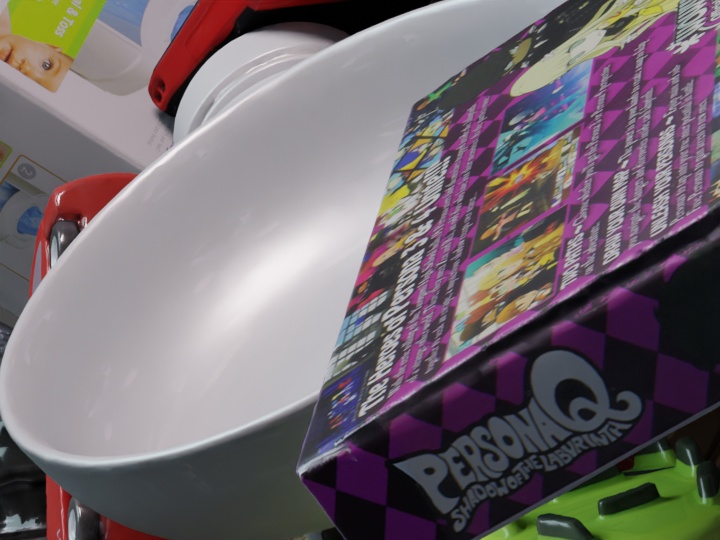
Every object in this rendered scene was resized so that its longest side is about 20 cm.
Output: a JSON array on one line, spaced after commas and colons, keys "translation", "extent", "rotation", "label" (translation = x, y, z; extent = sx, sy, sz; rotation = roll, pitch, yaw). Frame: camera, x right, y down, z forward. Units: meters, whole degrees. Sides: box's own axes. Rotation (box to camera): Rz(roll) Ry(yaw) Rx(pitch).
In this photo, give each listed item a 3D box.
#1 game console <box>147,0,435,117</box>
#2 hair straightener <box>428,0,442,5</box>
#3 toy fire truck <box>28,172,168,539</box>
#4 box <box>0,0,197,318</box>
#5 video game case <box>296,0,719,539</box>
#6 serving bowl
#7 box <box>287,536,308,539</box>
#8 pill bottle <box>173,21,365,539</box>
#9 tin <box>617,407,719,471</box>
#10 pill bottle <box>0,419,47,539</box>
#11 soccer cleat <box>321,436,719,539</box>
[{"translation": [0.037, -0.121, 1.055], "extent": [0.199, 0.031, 0.177], "rotation": [-10, -23, -37], "label": "game console"}, {"translation": [0.066, -0.093, 1.053], "extent": [0.077, 0.041, 0.200], "rotation": [-11, -23, -37], "label": "hair straightener"}, {"translation": [-0.083, 0.084, 0.960], "extent": [0.141, 0.049, 0.201], "rotation": [126, 141, -63], "label": "toy fire truck"}, {"translation": [-0.080, -0.036, 1.119], "extent": [0.101, 0.200, 0.113], "rotation": [-49, 13, 41], "label": "box"}, {"translation": [0.080, -0.034, 0.603], "extent": [0.181, 0.036, 0.200], "rotation": [-31, 16, 18], "label": "video game case"}, {"translation": [0.003, 0.007, 0.791], "extent": [0.199, 0.066, 0.200], "rotation": [-27, 26, 14], "label": "serving bowl"}, {"translation": [-0.009, 0.062, 1.131], "extent": [0.164, 0.021, 0.200], "rotation": [-66, 10, -27], "label": "box"}, {"translation": [0.000, 0.000, 0.958], "extent": [0.109, 0.108, 0.200], "rotation": [-61, 30, 22], "label": "pill bottle"}, {"translation": [0.092, -0.004, 0.819], "extent": [0.200, 0.042, 0.112], "rotation": [-69, 3, -54], "label": "tin"}, {"translation": [-0.096, 0.155, 1.068], "extent": [0.112, 0.111, 0.201], "rotation": [134, 131, -77], "label": "pill bottle"}, {"translation": [0.047, 0.091, 0.720], "extent": [0.200, 0.064, 0.084], "rotation": [-24, 82, 67], "label": "soccer cleat"}]
